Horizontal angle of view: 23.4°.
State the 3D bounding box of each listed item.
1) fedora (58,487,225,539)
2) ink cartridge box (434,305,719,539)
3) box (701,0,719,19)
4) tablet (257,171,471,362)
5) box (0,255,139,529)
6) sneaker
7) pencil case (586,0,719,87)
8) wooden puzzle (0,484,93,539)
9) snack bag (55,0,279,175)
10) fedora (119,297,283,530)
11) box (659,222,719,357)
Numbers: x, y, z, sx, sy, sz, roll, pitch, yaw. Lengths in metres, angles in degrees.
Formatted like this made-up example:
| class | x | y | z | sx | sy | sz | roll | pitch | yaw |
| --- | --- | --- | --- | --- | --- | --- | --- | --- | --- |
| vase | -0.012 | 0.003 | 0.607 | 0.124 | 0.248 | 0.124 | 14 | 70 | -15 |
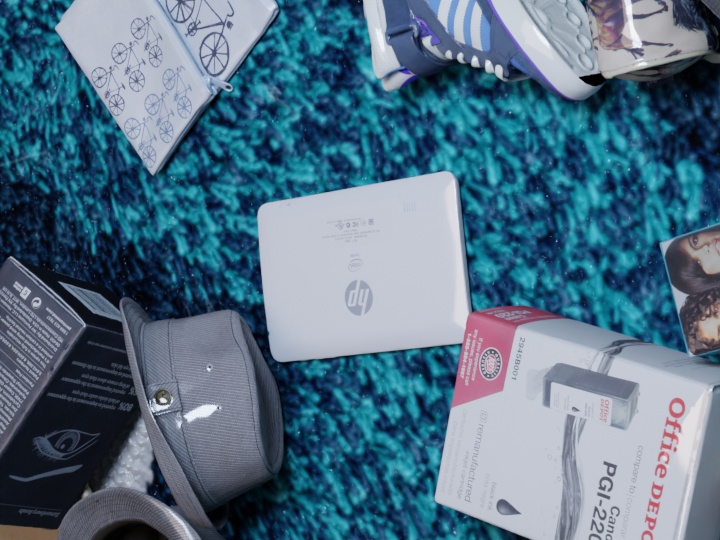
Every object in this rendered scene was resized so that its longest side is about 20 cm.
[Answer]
| class | x | y | z | sx | sy | sz | roll | pitch | yaw |
| --- | --- | --- | --- | --- | --- | --- | --- | --- | --- |
| fedora | -0.153 | 0.265 | 1.434 | 0.176 | 0.090 | 0.201 | -34 | 80 | 35 |
| ink cartridge box | 0.162 | 0.119 | 1.203 | 0.199 | 0.084 | 0.147 | 16 | 101 | 34 |
| box | 0.242 | -0.190 | 1.060 | 0.161 | 0.199 | 0.044 | 50 | 118 | 26 |
| tablet | 0.000 | 0.000 | 1.368 | 0.199 | 0.014 | 0.132 | -8 | 87 | 38 |
| box | -0.276 | 0.108 | 1.467 | 0.104 | 0.148 | 0.201 | 37 | 96 | 26 |
| sneaker | 0.079 | -0.164 | 1.269 | 0.201 | 0.080 | 0.147 | 55 | 129 | 19 |
| pencil case | 0.190 | -0.228 | 1.177 | 0.078 | 0.089 | 0.202 | 162 | 102 | -65 |
| wooden puzzle | -0.291 | 0.247 | 1.588 | 0.200 | 0.037 | 0.186 | -50 | 63 | 32 |
| snack bag | -0.167 | -0.216 | 1.485 | 0.200 | 0.021 | 0.189 | -47 | 64 | 28 |
| fedora | -0.117 | 0.102 | 1.391 | 0.089 | 0.177 | 0.202 | -19 | 59 | 5 |
| box | 0.296 | -0.008 | 1.117 | 0.199 | 0.049 | 0.083 | -20 | 79 | 36 |
